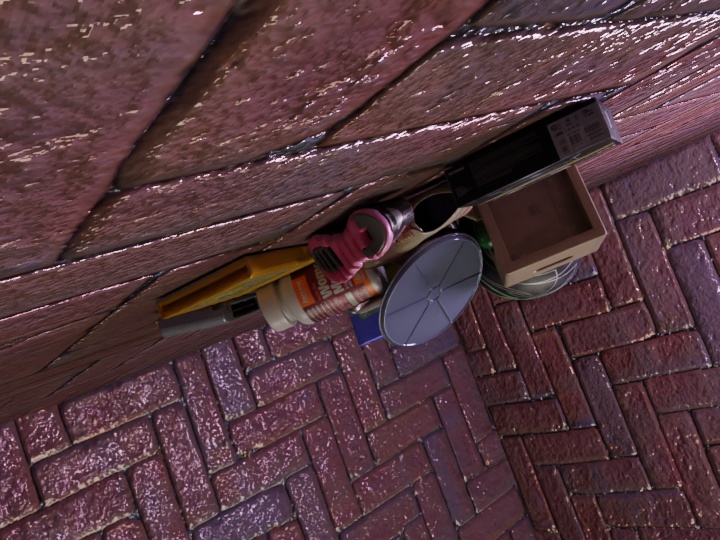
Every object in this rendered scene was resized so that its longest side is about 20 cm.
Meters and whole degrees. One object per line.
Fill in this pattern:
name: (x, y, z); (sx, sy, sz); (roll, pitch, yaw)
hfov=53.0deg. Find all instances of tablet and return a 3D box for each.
tablet: (0.083, 0.016, 1.212); (0.129, 0.014, 0.200); (-25, -176, 29)

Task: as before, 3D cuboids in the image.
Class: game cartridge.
game cartridge: (-0.170, 0.014, 1.052); (0.174, 0.033, 0.199); (-24, 175, 26)
game cartridge: (-0.253, 0.073, 1.218); (0.131, 0.042, 0.200); (-17, -179, 12)

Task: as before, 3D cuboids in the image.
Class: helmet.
helmet: (0.280, -0.043, 1.252); (0.197, 0.193, 0.200); (-27, 171, -4)

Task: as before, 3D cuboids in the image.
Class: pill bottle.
pill bottle: (-0.063, 0.021, 1.174); (0.197, 0.111, 0.109); (-23, 176, 11)

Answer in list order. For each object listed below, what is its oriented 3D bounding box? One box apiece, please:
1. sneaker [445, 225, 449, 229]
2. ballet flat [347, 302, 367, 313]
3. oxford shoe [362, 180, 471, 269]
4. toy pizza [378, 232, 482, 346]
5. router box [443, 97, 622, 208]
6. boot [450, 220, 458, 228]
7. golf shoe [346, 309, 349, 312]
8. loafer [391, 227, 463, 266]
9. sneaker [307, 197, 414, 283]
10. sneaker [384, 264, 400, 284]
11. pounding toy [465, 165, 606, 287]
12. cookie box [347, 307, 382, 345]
sneaker: (0.109, -0.075, 1.228); (0.078, 0.078, 0.200); (-51, -179, -21)
ballet flat: (0.000, 0.000, 1.285); (0.068, 0.067, 0.201); (-54, -166, 24)
oxford shoe: (0.063, -0.064, 0.997); (0.199, 0.071, 0.074); (-35, 178, 19)
toy pizza: (0.103, 0.027, 1.084); (0.198, 0.032, 0.203); (-25, 137, -25)
router box: (0.222, -0.144, 0.913); (0.198, 0.053, 0.157); (-24, 177, 25)
boot: (0.103, -0.043, 1.480); (0.210, 0.080, 0.157); (-38, 174, 37)
golf shoe: (0.039, 0.041, 1.542); (0.197, 0.080, 0.097); (-20, 158, 26)
loafer: (0.076, -0.028, 1.109); (0.196, 0.076, 0.069); (5, 124, -18)
sneaker: (0.003, -0.047, 0.977); (0.095, 0.080, 0.199); (-39, -170, -34)
sneaker: (0.055, -0.015, 1.388); (0.198, 0.107, 0.075); (-25, 172, 33)
pounding toy: (0.241, -0.084, 1.117); (0.197, 0.187, 0.142); (-22, 165, 5)
cookie box: (0.069, 0.077, 1.365); (0.168, 0.076, 0.200); (-22, 175, 2)
